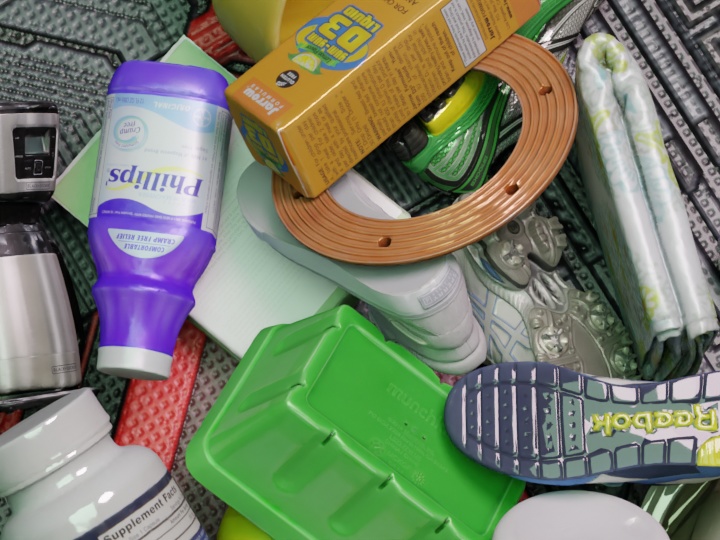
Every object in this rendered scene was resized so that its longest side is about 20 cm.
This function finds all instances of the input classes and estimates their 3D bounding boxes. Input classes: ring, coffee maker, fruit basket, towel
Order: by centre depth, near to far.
[{"bbox_3d":[0.040,-0.075,1.578,0.200,0.019,0.201,-14,45,14],"label":"ring"},{"bbox_3d":[0.177,-0.034,1.600,0.048,0.171,0.200,-15,77,-1],"label":"towel"},{"bbox_3d":[-0.017,0.146,1.605,0.215,0.216,0.156,24,50,8],"label":"fruit basket"},{"bbox_3d":[-0.275,-0.003,1.631,0.192,0.135,0.200,-8,88,4],"label":"coffee maker"}]

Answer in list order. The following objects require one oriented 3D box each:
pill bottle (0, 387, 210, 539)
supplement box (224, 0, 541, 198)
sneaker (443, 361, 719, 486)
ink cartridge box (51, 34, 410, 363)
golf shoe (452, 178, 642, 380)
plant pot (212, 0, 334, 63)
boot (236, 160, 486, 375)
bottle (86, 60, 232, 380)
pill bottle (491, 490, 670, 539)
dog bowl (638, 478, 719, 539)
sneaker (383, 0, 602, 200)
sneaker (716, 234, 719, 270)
[{"bbox_3d":[-0.148,0.177,1.546,0.111,0.111,0.200,-31,96,-2],"label":"pill bottle"},{"bbox_3d":[0.015,-0.137,1.588,0.200,0.069,0.067,-42,47,-13],"label":"supplement box"},{"bbox_3d":[0.150,0.098,1.546,0.200,0.082,0.074,4,78,4],"label":"sneaker"},{"bbox_3d":[-0.085,-0.037,1.684,0.200,0.048,0.146,39,84,12],"label":"ink cartridge box"},{"bbox_3d":[0.110,0.043,1.641,0.078,0.097,0.200,-15,73,-37],"label":"golf shoe"},{"bbox_3d":[-0.040,-0.245,1.657,0.201,0.201,0.189,-44,63,-5],"label":"plant pot"},{"bbox_3d":[0.000,0.000,1.610,0.074,0.096,0.200,-39,44,-13],"label":"boot"},{"bbox_3d":[-0.132,-0.031,1.629,0.083,0.065,0.200,7,80,5],"label":"bottle"},{"bbox_3d":[0.127,0.241,1.540,0.109,0.109,0.200,5,120,5],"label":"pill bottle"},{"bbox_3d":[0.266,0.188,1.599,0.200,0.074,0.200,-1,79,5],"label":"dog bowl"},{"bbox_3d":[0.100,-0.131,1.686,0.200,0.078,0.085,-49,116,-13],"label":"sneaker"},{"bbox_3d":[0.327,0.013,1.637,0.200,0.070,0.100,34,76,6],"label":"sneaker"}]
